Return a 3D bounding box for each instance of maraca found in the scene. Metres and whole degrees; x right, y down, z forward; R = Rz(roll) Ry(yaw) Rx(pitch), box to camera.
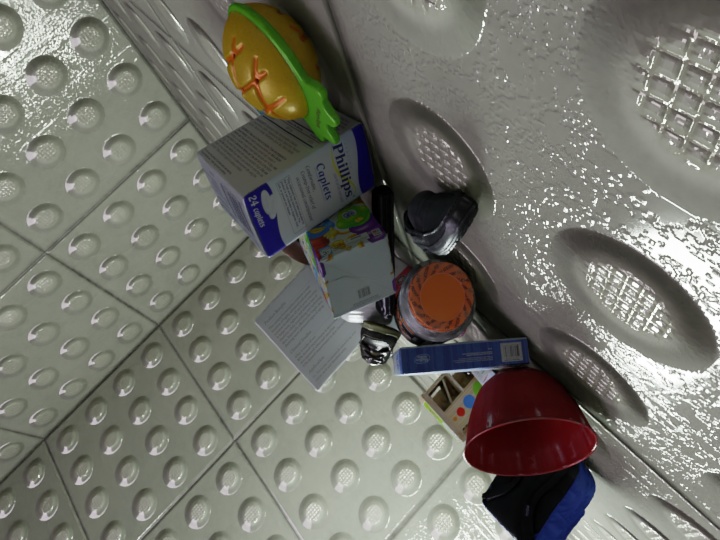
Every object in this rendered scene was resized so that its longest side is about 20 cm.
[{"bbox_3d":[-0.093,-0.237,0.650,0.200,0.107,0.137,47,172,7],"label":"maraca"}]

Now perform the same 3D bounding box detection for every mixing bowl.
[{"bbox_3d":[0.246,0.221,0.814,0.202,0.194,0.111,54,-154,-43],"label":"mixing bowl"}]

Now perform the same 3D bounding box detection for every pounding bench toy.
[{"bbox_3d":[0.247,0.292,1.151,0.200,0.156,0.125,45,172,16],"label":"pounding bench toy"}]

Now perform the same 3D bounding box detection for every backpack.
[{"bbox_3d":[0.369,0.446,1.078,0.167,0.203,0.161,39,175,-34],"label":"backpack"}]

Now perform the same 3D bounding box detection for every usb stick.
[{"bbox_3d":[0.038,-0.028,0.839,0.055,0.031,0.208,-134,40,-67],"label":"usb stick"}]

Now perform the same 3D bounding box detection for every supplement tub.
[{"bbox_3d":[0.116,0.055,0.855,0.123,0.122,0.200,45,171,8],"label":"supplement tub"}]

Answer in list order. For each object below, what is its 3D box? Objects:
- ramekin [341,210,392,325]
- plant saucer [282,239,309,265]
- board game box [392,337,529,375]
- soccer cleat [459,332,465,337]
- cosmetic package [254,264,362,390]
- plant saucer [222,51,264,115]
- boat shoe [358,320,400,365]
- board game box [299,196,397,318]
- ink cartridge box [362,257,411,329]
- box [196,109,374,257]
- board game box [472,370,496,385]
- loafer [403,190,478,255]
[{"bbox_3d":[0.000,0.000,0.976,0.202,0.090,0.212,172,90,-84],"label":"ramekin"},{"bbox_3d":[-0.103,-0.105,1.162,0.201,0.199,0.035,46,141,9],"label":"plant saucer"},{"bbox_3d":[0.154,0.145,0.883,0.199,0.191,0.045,87,179,-80],"label":"board game box"},{"bbox_3d":[0.160,0.126,1.089,0.070,0.086,0.200,45,172,4],"label":"soccer cleat"},{"bbox_3d":[-0.105,0.124,1.189,0.201,0.167,0.166,46,175,0],"label":"cosmetic package"},{"bbox_3d":[-0.166,-0.314,0.953,0.200,0.036,0.200,47,172,8],"label":"plant saucer"},{"bbox_3d":[0.031,0.136,0.954,0.069,0.068,0.201,16,168,6],"label":"boat shoe"},{"bbox_3d":[-0.033,-0.046,0.803,0.202,0.101,0.106,-122,15,-50],"label":"board game box"},{"bbox_3d":[0.042,0.045,1.146,0.084,0.145,0.199,50,173,-36],"label":"ink cartridge box"},{"bbox_3d":[-0.107,-0.147,0.777,0.183,0.197,0.107,39,157,44],"label":"box"},{"bbox_3d":[0.274,0.232,0.989,0.125,0.035,0.200,41,-178,2],"label":"board game box"},{"bbox_3d":[0.087,-0.061,0.643,0.070,0.069,0.201,38,176,-2],"label":"loafer"}]
